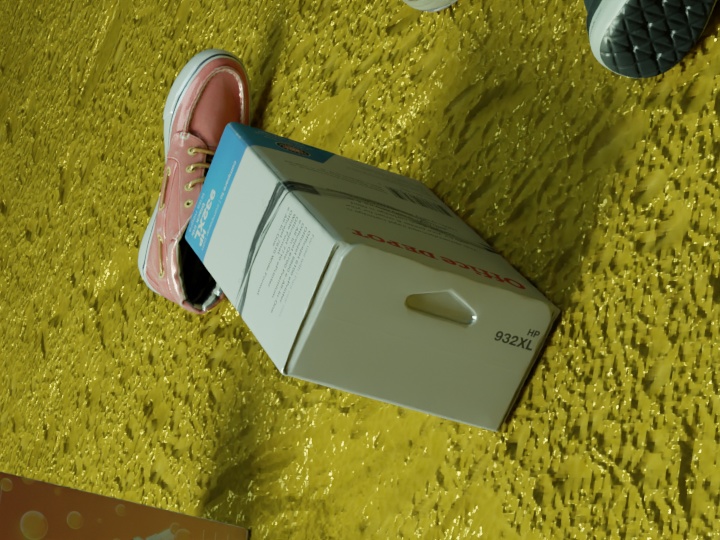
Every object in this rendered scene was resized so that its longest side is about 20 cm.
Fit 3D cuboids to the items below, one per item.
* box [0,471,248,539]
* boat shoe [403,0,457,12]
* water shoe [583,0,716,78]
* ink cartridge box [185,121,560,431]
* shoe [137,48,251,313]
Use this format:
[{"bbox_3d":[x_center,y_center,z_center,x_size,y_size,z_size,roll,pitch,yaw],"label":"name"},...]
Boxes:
[{"bbox_3d":[-0.187,0.222,1.169,0.097,0.199,0.125,-33,47,51],"label":"box"},{"bbox_3d":[0.063,-0.219,1.099,0.200,0.072,0.076,-27,52,54],"label":"boat shoe"},{"bbox_3d":[0.171,-0.194,0.886,0.200,0.071,0.079,-55,30,30],"label":"water shoe"},{"bbox_3d":[0.000,0.000,1.009,0.084,0.145,0.200,-66,28,14],"label":"ink cartridge box"},{"bbox_3d":[-0.116,-0.068,1.354,0.091,0.071,0.201,28,105,61],"label":"shoe"}]
